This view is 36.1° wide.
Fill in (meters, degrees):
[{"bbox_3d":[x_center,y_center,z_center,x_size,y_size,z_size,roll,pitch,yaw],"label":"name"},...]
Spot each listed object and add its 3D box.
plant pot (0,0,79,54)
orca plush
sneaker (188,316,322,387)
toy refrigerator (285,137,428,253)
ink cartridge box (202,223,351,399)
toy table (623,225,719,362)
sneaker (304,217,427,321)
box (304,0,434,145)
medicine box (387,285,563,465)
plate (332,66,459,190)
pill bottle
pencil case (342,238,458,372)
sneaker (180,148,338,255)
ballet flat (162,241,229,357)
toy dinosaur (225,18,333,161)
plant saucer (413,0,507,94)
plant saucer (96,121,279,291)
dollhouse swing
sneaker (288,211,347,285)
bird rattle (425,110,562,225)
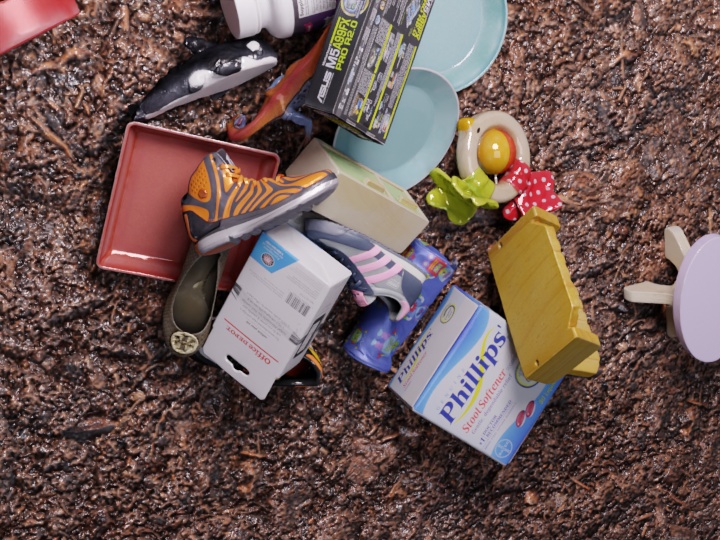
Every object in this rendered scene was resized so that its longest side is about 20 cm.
[{"bbox_3d":[-0.437,-0.315,1.206,0.199,0.200,0.184,-32,107,-10],"label":"plant pot"},{"bbox_3d":[-0.207,-0.254,1.388,0.198,0.105,0.072,-26,86,5],"label":"orca plush"},{"bbox_3d":[-0.141,0.115,1.508,0.198,0.090,0.071,13,101,-25],"label":"sneaker"},{"bbox_3d":[0.000,-0.098,1.464,0.070,0.076,0.199,-47,140,16],"label":"toy refrigerator"},{"bbox_3d":[-0.112,0.054,1.441,0.116,0.068,0.201,37,117,12],"label":"ink cartridge box"},{"bbox_3d":[0.520,0.030,1.732,0.182,0.117,0.203,-1,107,-22],"label":"toy table"},{"bbox_3d":[0.000,0.000,1.462,0.199,0.070,0.083,28,81,-27],"label":"sneaker"},{"bbox_3d":[0.015,-0.268,1.337,0.160,0.044,0.202,16,94,-66],"label":"box"},{"bbox_3d":[0.176,0.156,1.641,0.199,0.103,0.183,32,92,-27],"label":"medicine box"},{"bbox_3d":[0.045,-0.189,1.499,0.198,0.026,0.202,-20,134,-21],"label":"plate"},{"bbox_3d":[-0.072,-0.355,1.382,0.198,0.111,0.113,-19,112,-15],"label":"pill bottle"},{"bbox_3d":[0.057,0.051,1.576,0.087,0.078,0.201,32,92,-37],"label":"pencil case"},{"bbox_3d":[-0.132,-0.105,1.348,0.198,0.078,0.113,-23,85,5],"label":"sneaker"},{"bbox_3d":[-0.210,0.027,1.433,0.067,0.046,0.202,16,109,-17],"label":"ballet flat"},{"bbox_3d":[-0.095,-0.235,1.395,0.180,0.105,0.201,-30,144,-14],"label":"toy dinosaur"},{"bbox_3d":[0.104,-0.341,1.499,0.198,0.036,0.203,-7,109,-20],"label":"plant saucer"},{"bbox_3d":[-0.224,-0.082,1.426,0.198,0.037,0.202,10,112,-20],"label":"plant saucer"},{"bbox_3d":[0.300,0.040,1.573,0.174,0.202,0.182,2,149,-28],"label":"dollhouse swing"},{"bbox_3d":[-0.059,-0.050,1.508,0.199,0.076,0.082,30,79,-28],"label":"sneaker"},{"bbox_3d":[0.197,-0.142,1.556,0.198,0.112,0.165,-7,97,-27],"label":"bird rattle"}]
